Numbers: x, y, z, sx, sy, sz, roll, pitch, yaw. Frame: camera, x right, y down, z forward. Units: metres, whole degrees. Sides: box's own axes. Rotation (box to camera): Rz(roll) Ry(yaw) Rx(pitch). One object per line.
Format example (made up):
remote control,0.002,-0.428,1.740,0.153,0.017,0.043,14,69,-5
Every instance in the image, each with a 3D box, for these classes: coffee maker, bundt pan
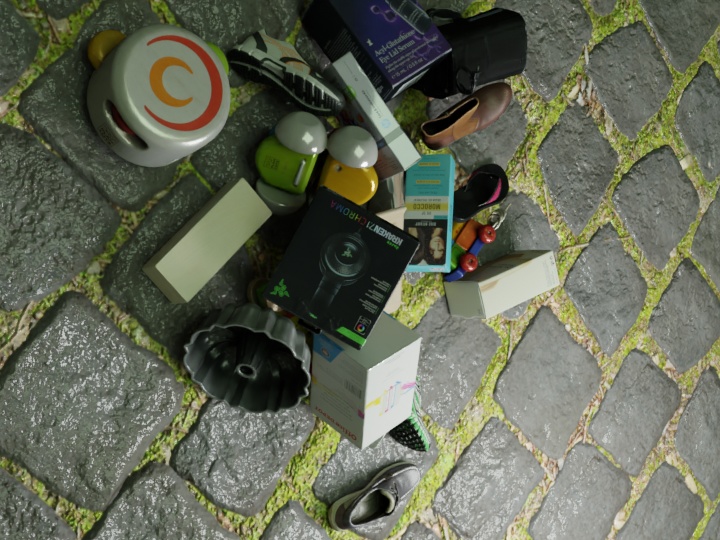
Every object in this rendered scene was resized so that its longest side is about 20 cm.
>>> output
coffee maker,0.198,-0.372,1.821,0.199,0.192,0.135,-23,146,-31
bundt pan,-0.164,0.126,1.586,0.202,0.201,0.076,48,37,-27

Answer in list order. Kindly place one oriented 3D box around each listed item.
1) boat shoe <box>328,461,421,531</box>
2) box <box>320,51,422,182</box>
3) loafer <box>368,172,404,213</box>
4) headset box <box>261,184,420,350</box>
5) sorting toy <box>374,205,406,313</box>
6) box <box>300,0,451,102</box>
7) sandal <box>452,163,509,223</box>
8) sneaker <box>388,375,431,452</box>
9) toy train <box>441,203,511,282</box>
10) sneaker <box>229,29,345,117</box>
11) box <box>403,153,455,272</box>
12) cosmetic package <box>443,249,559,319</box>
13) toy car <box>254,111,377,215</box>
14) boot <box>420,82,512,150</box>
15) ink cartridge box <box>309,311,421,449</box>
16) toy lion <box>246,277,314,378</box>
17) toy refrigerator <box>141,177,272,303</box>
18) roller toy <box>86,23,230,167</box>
boat shoe,0.037,0.397,1.808,0.199,0.065,0.073,-21,102,-34
box,0.008,-0.243,1.675,0.041,0.156,0.201,-35,97,-12
loafer,0.053,-0.124,1.800,0.063,0.072,0.202,0,89,-43
headset box,-0.032,0.000,1.571,0.173,0.093,0.201,30,96,-2
sorting toy,0.000,0.000,1.715,0.184,0.036,0.202,-19,123,-42
box,0.025,-0.387,1.705,0.148,0.104,0.201,-38,90,-28
sandal,0.220,-0.147,1.894,0.075,0.045,0.200,41,43,11
sneaker,0.085,0.232,1.830,0.085,0.078,0.201,-37,117,-38
toy train,0.186,-0.087,1.898,0.116,0.085,0.201,41,63,-11
sneaker,-0.104,-0.314,1.627,0.199,0.074,0.080,32,57,6
box,0.118,-0.100,1.813,0.049,0.082,0.202,43,49,-72
cosmetic package,0.263,0.024,1.935,0.199,0.105,0.072,-22,103,-35
toy car,-0.070,-0.178,1.662,0.198,0.176,0.151,13,39,-12
boot,0.183,-0.278,1.776,0.187,0.200,0.069,-25,87,3
ink cartridge box,0.005,0.179,1.702,0.125,0.128,0.201,-28,138,-37
toy lion,-0.093,0.083,1.710,0.199,0.068,0.193,-31,116,-31
toy refrigerator,-0.235,-0.046,1.593,0.076,0.070,0.200,49,64,-19
roller toy,-0.295,-0.248,1.497,0.199,0.139,0.184,9,76,-33
